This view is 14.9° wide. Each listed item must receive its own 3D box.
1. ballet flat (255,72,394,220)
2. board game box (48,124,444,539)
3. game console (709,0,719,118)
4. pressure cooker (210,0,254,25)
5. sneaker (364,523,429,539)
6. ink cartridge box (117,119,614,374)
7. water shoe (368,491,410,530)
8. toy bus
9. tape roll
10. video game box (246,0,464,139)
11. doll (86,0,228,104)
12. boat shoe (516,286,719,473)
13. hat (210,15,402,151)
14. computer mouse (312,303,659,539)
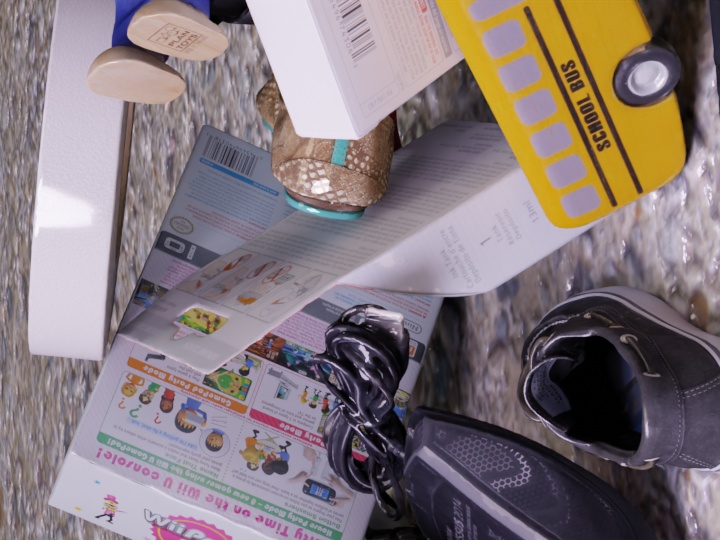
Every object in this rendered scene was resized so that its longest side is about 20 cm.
[{"bbox_3d":[-0.011,-0.080,1.308,0.200,0.070,0.065,-112,34,-71],"label":"ballet flat"},{"bbox_3d":[-0.049,0.048,1.353,0.064,0.147,0.200,122,170,-56],"label":"board game box"},{"bbox_3d":[0.134,-0.151,0.971,0.171,0.118,0.200,-22,69,60],"label":"game console"},{"bbox_3d":[-0.016,-0.198,1.288,0.176,0.200,0.179,110,153,-46],"label":"pressure cooker"},{"bbox_3d":[0.043,0.163,1.332,0.200,0.078,0.085,148,113,-78],"label":"sneaker"},{"bbox_3d":[0.000,0.000,1.259,0.047,0.200,0.160,60,166,-15],"label":"ink cartridge box"},{"bbox_3d":[-0.042,0.080,1.434,0.071,0.200,0.079,-15,49,47],"label":"water shoe"},{"bbox_3d":[0.072,-0.111,1.109,0.200,0.078,0.065,59,-173,-44],"label":"toy bus"},{"bbox_3d":[-0.127,-0.059,1.289,0.203,0.037,0.203,-174,90,-87],"label":"tape roll"},{"bbox_3d":[0.011,-0.184,1.143,0.047,0.182,0.200,6,124,47],"label":"video game box"},{"bbox_3d":[-0.085,-0.177,1.167,0.136,0.048,0.200,-39,47,49],"label":"doll"},{"bbox_3d":[0.101,0.049,1.153,0.200,0.066,0.070,-151,63,-68],"label":"boat shoe"},{"bbox_3d":[0.016,-0.155,1.461,0.166,0.176,0.200,-50,-16,-59],"label":"hat"},{"bbox_3d":[0.068,0.097,1.175,0.200,0.053,0.139,40,156,21],"label":"computer mouse"}]
